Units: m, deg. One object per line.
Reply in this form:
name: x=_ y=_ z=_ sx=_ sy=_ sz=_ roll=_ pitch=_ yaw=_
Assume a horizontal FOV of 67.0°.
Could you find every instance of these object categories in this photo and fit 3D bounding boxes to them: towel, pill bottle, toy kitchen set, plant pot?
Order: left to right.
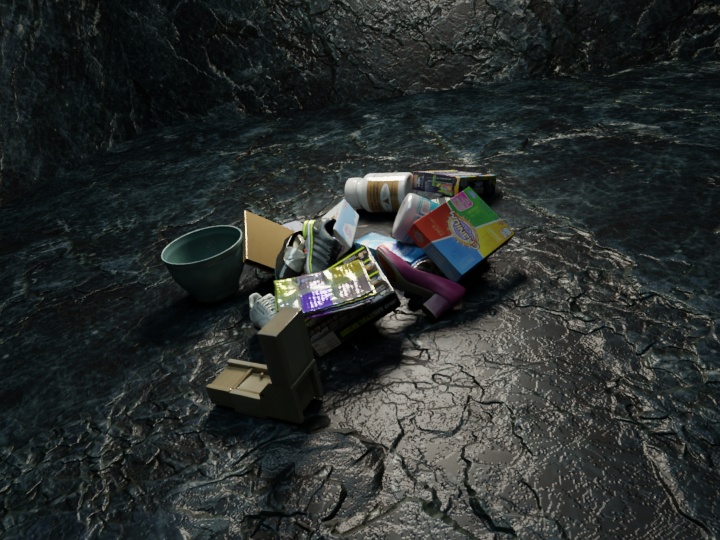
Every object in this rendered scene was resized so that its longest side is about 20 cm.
plant pot: x=-0.373 y=-0.008 z=1.349 sx=0.197 sy=0.136 sz=0.201 roll=-9 pitch=29 yaw=5
toy kitchen set: x=-0.164 y=0.135 z=0.967 sx=0.197 sy=0.183 sz=0.163 roll=4 pitch=30 yaw=27
towel: x=-0.073 y=0.038 z=1.070 sx=0.197 sy=0.023 sz=0.144 roll=-14 pitch=34 yaw=-3
pill bottle: x=0.058 y=-0.231 z=1.613 sx=0.197 sy=0.116 sz=0.115 roll=3 pitch=31 yaw=26
pill bottle: x=0.182 y=-0.095 z=1.273 sx=0.197 sy=0.112 sz=0.111 roll=22 pitch=30 yaw=-5

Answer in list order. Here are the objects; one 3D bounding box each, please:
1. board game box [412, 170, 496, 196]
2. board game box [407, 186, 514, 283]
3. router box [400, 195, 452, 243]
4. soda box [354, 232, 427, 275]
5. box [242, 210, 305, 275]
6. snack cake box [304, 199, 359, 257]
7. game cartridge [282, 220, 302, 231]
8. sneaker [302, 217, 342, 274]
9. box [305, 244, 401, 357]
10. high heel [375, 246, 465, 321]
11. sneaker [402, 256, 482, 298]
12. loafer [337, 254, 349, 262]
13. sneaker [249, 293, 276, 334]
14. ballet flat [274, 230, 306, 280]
board game box: x=0.274 y=-0.255 z=1.582 sx=0.164 sy=0.058 sz=0.198 roll=16 pitch=19 yaw=42
board game box: x=0.221 y=-0.080 z=1.183 sx=0.199 sy=0.040 sz=0.153 roll=-34 pitch=75 yaw=-33
router box: x=0.185 y=-0.124 z=1.427 sx=0.147 sy=0.063 sz=0.201 roll=-8 pitch=29 yaw=4
soda box: x=0.075 y=-0.029 z=1.291 sx=0.064 sy=0.069 sz=0.199 roll=-30 pitch=33 yaw=-32
box: x=-0.218 y=-0.059 z=1.354 sx=0.162 sy=0.021 sz=0.201 roll=22 pitch=32 yaw=-28
snack cake box: x=-0.073 y=-0.093 z=1.411 sx=0.114 sy=0.067 sz=0.201 roll=-36 pitch=20 yaw=22
game cartridge: x=-0.197 y=-0.080 z=1.521 sx=0.132 sy=0.041 sz=0.200 roll=-22 pitch=30 yaw=-11
sneaker: x=-0.080 y=-0.035 z=1.254 sx=0.080 sy=0.203 sz=0.074 roll=-19 pitch=-18 yaw=23
box: x=-0.036 y=0.057 z=1.124 sx=0.198 sy=0.048 sz=0.194 roll=-32 pitch=34 yaw=1
high heel: x=0.122 y=0.007 z=1.132 sx=0.096 sy=0.068 sz=0.200 roll=-37 pitch=78 yaw=-20
sneaker: x=0.179 y=0.006 z=1.185 sx=0.197 sy=0.072 sz=0.083 roll=-23 pitch=32 yaw=-17
loafer: x=0.000 y=0.000 z=1.267 sx=0.075 sy=0.068 sz=0.200 roll=-21 pitch=30 yaw=-18
sneaker: x=-0.180 y=0.092 z=1.106 sx=0.076 sy=0.082 sz=0.199 roll=-20 pitch=11 yaw=-32
ballet flat: x=-0.160 y=-0.035 z=1.287 sx=0.068 sy=0.068 sz=0.201 roll=-46 pitch=26 yaw=25
